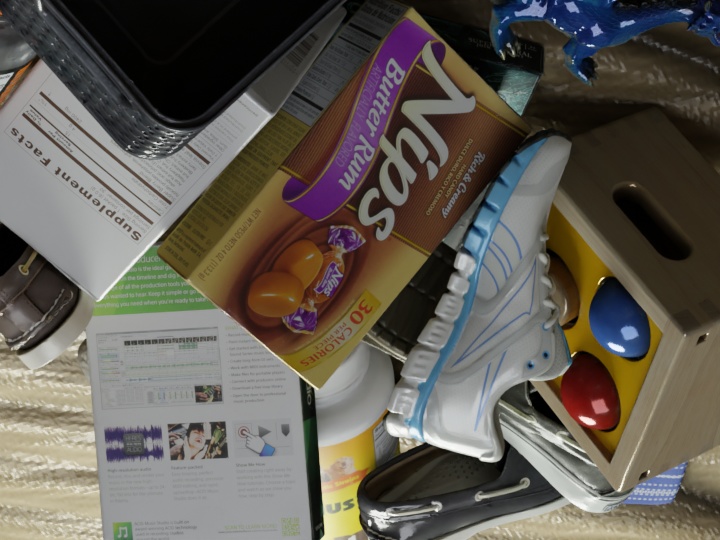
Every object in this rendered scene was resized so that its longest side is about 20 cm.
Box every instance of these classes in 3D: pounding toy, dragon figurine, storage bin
[{"bbox_3d":[0.139,0.018,1.379,0.142,0.200,0.185,-21,147,-27],"label":"pounding toy"},{"bbox_3d":[0.117,-0.166,1.262,0.199,0.059,0.100,21,136,-17],"label":"dragon figurine"},{"bbox_3d":[-0.075,-0.169,1.149,0.135,0.200,0.094,48,165,-6],"label":"storage bin"}]

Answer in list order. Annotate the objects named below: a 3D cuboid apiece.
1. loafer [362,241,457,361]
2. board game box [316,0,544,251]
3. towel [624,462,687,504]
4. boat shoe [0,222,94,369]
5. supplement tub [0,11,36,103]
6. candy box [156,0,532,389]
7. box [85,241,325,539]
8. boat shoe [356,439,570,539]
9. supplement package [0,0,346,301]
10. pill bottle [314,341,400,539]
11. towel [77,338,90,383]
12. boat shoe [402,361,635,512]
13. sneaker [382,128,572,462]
[{"bbox_3d":[0.000,0.000,1.371,0.199,0.076,0.067,31,176,4],"label":"loafer"},{"bbox_3d":[0.020,-0.078,1.393,0.135,0.028,0.200,14,137,-9],"label":"board game box"},{"bbox_3d":[0.169,0.100,1.586,0.144,0.024,0.201,5,140,-1],"label":"towel"},{"bbox_3d":[-0.206,-0.008,1.390,0.072,0.200,0.060,-38,113,10],"label":"boat shoe"},{"bbox_3d":[-0.253,-0.125,1.247,0.122,0.123,0.200,27,128,-22],"label":"supplement tub"},{"bbox_3d":[-0.008,-0.046,1.287,0.200,0.056,0.117,-49,121,-2],"label":"candy box"},{"bbox_3d":[-0.102,0.079,1.443,0.143,0.036,0.201,-3,95,12],"label":"box"},{"bbox_3d":[0.090,0.130,1.520,0.199,0.074,0.061,-22,132,-4],"label":"boat shoe"},{"bbox_3d":[-0.124,-0.101,1.295,0.120,0.121,0.200,40,131,-8],"label":"supplement package"},{"bbox_3d":[-0.028,0.107,1.544,0.109,0.110,0.201,1,138,6],"label":"pill bottle"},{"bbox_3d":[-0.112,0.114,1.525,0.200,0.034,0.132,55,149,-1],"label":"towel"},{"bbox_3d":[0.109,0.074,1.480,0.200,0.071,0.064,38,139,9],"label":"boat shoe"},{"bbox_3d":[0.091,0.018,1.294,0.086,0.075,0.201,24,97,11],"label":"sneaker"}]
